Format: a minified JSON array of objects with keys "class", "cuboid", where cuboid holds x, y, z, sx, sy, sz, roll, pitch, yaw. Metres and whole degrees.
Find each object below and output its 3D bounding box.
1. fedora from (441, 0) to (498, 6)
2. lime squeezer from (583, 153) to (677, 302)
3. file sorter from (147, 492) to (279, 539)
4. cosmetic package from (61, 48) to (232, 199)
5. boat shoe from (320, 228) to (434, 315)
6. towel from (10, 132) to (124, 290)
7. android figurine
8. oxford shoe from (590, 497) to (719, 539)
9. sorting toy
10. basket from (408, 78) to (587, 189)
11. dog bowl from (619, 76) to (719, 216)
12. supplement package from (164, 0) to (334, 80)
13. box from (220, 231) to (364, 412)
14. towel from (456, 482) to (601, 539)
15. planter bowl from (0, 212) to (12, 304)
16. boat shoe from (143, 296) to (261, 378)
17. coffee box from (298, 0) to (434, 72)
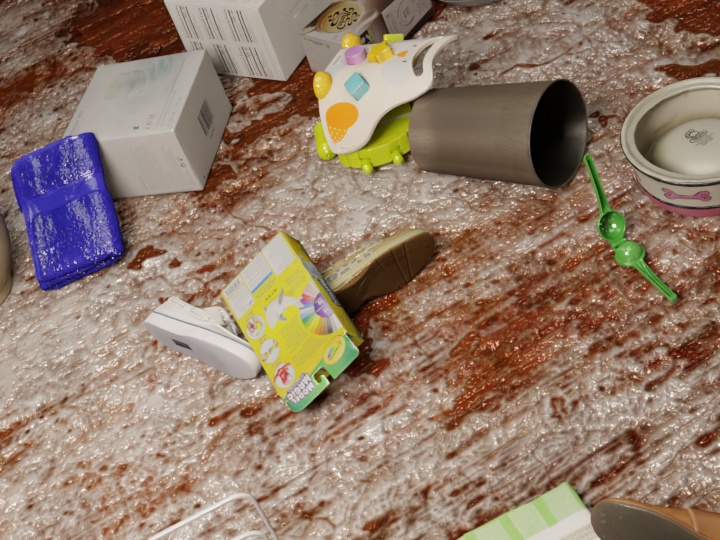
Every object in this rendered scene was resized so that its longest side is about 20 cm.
[{"class":"fedora","cuboid":[0.186,-0.521,1.834,0.175,0.091,0.201,-24,43,-4]},{"class":"lime squeezer","cuboid":[0.317,-0.042,1.325,0.037,0.071,0.202,-19,70,-22]},{"class":"file sorter","cuboid":[-0.117,0.342,1.068,0.137,0.125,0.201,-26,43,-4]},{"class":"cosmetic package","cuboid":[-0.329,-0.224,1.723,0.197,0.124,0.201,-6,45,18]},{"class":"boat shoe","cuboid":[0.000,0.000,1.400,0.198,0.074,0.063,-31,46,-9]},{"class":"towel","cuboid":[-0.426,-0.087,1.598,0.146,0.049,0.203,-24,74,14]},{"class":"android figurine","cuboid":[0.019,-0.211,1.628,0.179,0.041,0.201,-18,41,3]},{"class":"oxford shoe","cuboid":[0.313,0.251,1.033,0.197,0.072,0.071,16,33,20]},{"class":"sorting toy","cuboid":[0.047,-0.275,1.547,0.178,0.107,0.201,-8,38,37]},{"class":"basket","cuboid":[0.173,-0.182,1.470,0.198,0.138,0.180,6,17,34]},{"class":"dog bowl","cuboid":[0.425,-0.149,1.379,0.197,0.074,0.202,-12,44,12]},{"class":"supplement package","cuboid":[-0.178,-0.438,1.856,0.198,0.148,0.192,12,52,31]},{"class":"box","cuboid":[-0.078,0.064,1.334,0.117,0.048,0.201,-44,54,14]},{"class":"towel","cuboid":[0.185,0.308,1.057,0.147,0.031,0.201,-24,41,-6]},{"class":"planter bowl","cuboid":[-0.583,-0.008,1.597,0.197,0.136,0.202,-12,43,11]},{"class":"boat shoe","cuboid":[-0.191,0.075,1.402,0.198,0.074,0.066,20,60,34]},{"class":"coffee box","cuboid":[0.012,-0.397,1.789,0.112,0.080,0.200,24,59,39]}]
